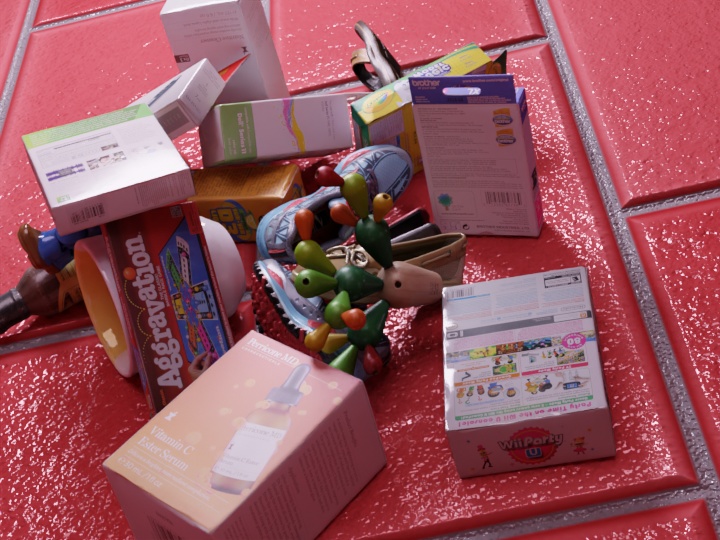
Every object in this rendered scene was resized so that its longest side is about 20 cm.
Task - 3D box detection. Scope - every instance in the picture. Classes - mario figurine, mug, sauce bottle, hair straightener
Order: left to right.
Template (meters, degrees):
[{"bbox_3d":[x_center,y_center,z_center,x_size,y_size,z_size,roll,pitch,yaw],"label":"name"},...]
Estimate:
[{"bbox_3d":[-0.337,0.009,1.561,0.198,0.065,0.065,-30,39,-11],"label":"sauce bottle"},{"bbox_3d":[-0.279,-0.080,1.501,0.198,0.107,0.124,-28,25,2],"label":"mario figurine"},{"bbox_3d":[-0.215,0.004,1.463,0.152,0.151,0.187,-22,43,-22],"label":"mug"},{"bbox_3d":[0.000,0.000,1.466,0.198,0.041,0.077,-24,37,-10],"label":"hair straightener"}]

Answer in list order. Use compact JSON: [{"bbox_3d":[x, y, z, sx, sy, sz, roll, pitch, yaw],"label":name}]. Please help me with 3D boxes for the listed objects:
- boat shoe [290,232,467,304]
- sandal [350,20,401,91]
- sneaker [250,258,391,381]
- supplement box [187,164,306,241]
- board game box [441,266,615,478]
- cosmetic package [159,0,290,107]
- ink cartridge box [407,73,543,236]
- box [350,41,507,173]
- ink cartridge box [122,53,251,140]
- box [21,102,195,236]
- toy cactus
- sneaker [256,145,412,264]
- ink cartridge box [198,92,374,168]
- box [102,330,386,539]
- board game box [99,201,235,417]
[{"bbox_3d":[0.021,-0.007,1.380,0.198,0.064,0.073,0,19,-29],"label":"boat shoe"},{"bbox_3d":[0.020,-0.257,1.773,0.054,0.082,0.201,-33,43,12],"label":"sandal"},{"bbox_3d":[-0.041,0.053,1.400,0.095,0.080,0.200,-17,43,-30],"label":"sneaker"},{"bbox_3d":[-0.163,-0.077,1.604,0.197,0.067,0.069,-3,39,18],"label":"supplement box"},{"bbox_3d":[0.153,0.090,1.277,0.145,0.065,0.201,-9,36,10],"label":"board game box"},{"bbox_3d":[-0.166,-0.262,1.728,0.111,0.202,0.082,-5,36,17],"label":"cosmetic package"},{"bbox_3d":[0.124,-0.127,1.448,0.118,0.202,0.042,2,41,22],"label":"ink cartridge box"},{"bbox_3d":[0.086,-0.185,1.601,0.198,0.118,0.049,-26,52,-15],"label":"box"},{"bbox_3d":[-0.241,-0.193,1.636,0.198,0.045,0.177,-24,26,32],"label":"ink cartridge box"},{"bbox_3d":[-0.264,-0.109,1.417,0.142,0.037,0.200,-17,32,-14],"label":"box"},{"bbox_3d":[0.013,0.008,1.292,0.163,0.203,0.102,4,-11,-38],"label":"toy cactus"},{"bbox_3d":[-0.015,-0.064,1.499,0.199,0.080,0.095,-36,19,-12],"label":"sneaker"},{"bbox_3d":[-0.083,-0.166,1.624,0.197,0.068,0.117,-8,2,-20],"label":"ink cartridge box"},{"bbox_3d":[-0.101,0.173,1.230,0.151,0.107,0.200,20,50,38],"label":"box"},{"bbox_3d":[-0.187,0.037,1.368,0.102,0.203,0.019,-12,-9,-29],"label":"board game box"}]
